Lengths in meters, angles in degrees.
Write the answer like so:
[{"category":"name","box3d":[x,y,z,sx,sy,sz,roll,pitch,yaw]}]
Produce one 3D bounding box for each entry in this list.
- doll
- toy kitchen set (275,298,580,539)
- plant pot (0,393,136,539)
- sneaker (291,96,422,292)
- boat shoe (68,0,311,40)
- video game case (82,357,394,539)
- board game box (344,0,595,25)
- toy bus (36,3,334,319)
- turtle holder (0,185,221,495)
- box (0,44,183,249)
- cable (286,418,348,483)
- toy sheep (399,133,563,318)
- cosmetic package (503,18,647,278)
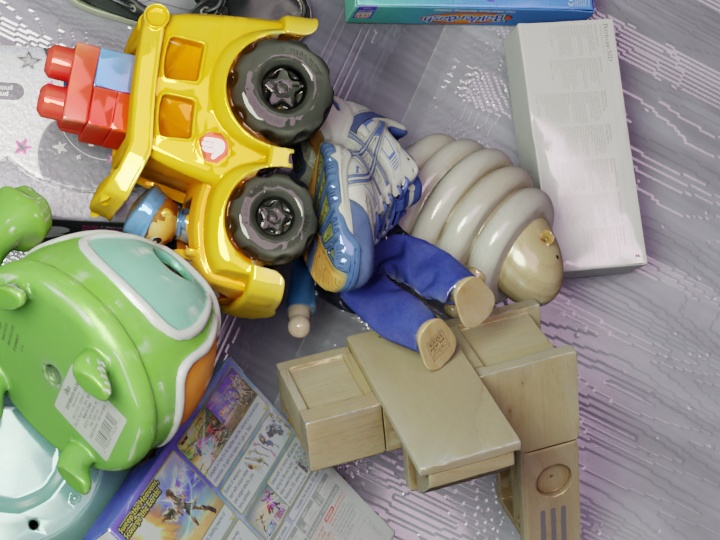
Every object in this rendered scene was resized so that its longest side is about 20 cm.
[{"category":"doll","box3d":[0.000,0.000,1.306,0.137,0.200,0.049,-47,136,-10]},{"category":"toy kitchen set","box3d":[0.065,0.152,1.283,0.199,0.163,0.181,-13,122,-12]},{"category":"plant pot","box3d":[-0.243,0.132,1.261,0.199,0.161,0.202,2,78,-12]},{"category":"sneaker","box3d":[0.005,-0.057,1.257,0.088,0.076,0.201,12,38,-14]},{"category":"boat shoe","box3d":[-0.131,-0.218,1.398,0.198,0.066,0.075,16,76,-9]},{"category":"video game case","box3d":[-0.080,0.186,1.242,0.181,0.045,0.200,48,36,-11]},{"category":"board game box","box3d":[0.084,-0.276,1.466,0.199,0.045,0.153,0,80,-12]},{"category":"toy bus","box3d":[-0.126,-0.079,1.226,0.191,0.136,0.201,8,79,-16]},{"category":"turtle holder","box3d":[-0.175,0.038,1.159,0.185,0.142,0.132,22,40,33]},{"category":"box","box3d":[-0.229,-0.089,1.329,0.199,0.115,0.133,3,79,-12]},{"category":"cable","box3d":[-0.105,0.126,1.365,0.199,0.050,0.097,30,92,7]},{"category":"toy sheep","box3d":[0.070,-0.036,1.378,0.200,0.138,0.138,34,73,20]},{"category":"cosmetic package","box3d":[0.170,-0.096,1.447,0.082,0.051,0.201,-4,81,-11]}]
